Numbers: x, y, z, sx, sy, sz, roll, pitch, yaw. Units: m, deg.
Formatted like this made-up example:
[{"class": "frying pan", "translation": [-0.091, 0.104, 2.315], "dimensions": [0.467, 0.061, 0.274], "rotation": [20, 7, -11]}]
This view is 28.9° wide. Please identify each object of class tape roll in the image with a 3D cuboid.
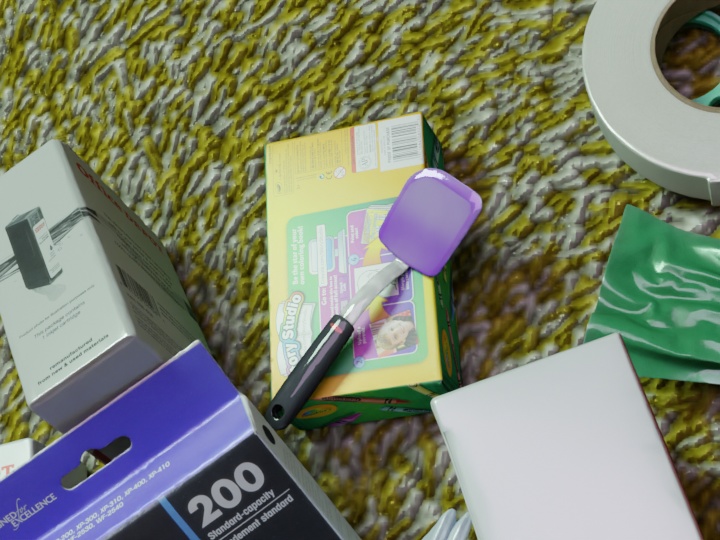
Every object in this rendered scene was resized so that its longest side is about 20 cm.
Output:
[{"class": "tape roll", "translation": [0.246, -0.142, 0.918], "dimensions": [0.202, 0.037, 0.204], "rotation": [-7, 65, 16]}]

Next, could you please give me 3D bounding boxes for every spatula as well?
[{"class": "spatula", "translation": [0.001, 0.021, 0.902], "dimensions": [0.056, 0.021, 0.200], "rotation": [37, 86, 25]}]

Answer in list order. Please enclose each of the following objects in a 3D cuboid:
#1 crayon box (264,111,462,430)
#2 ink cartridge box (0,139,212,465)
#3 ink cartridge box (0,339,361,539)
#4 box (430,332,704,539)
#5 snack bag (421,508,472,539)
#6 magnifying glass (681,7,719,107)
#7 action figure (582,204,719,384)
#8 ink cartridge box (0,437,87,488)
[{"class": "crayon box", "translation": [0.000, 0.000, 0.957], "dimensions": [0.118, 0.058, 0.201], "rotation": [-10, 66, 16]}, {"class": "ink cartridge box", "translation": [-0.172, 0.030, 0.937], "dimensions": [0.084, 0.144, 0.200], "rotation": [-33, 49, 5]}, {"class": "ink cartridge box", "translation": [-0.119, 0.177, 0.862], "dimensions": [0.198, 0.200, 0.043], "rotation": [-36, 20, 2]}, {"class": "box", "translation": [0.128, 0.148, 0.768], "dimensions": [0.106, 0.200, 0.153], "rotation": [-20, 65, 6]}, {"class": "snack bag", "translation": [-0.001, 0.240, 0.774], "dimensions": [0.021, 0.189, 0.200], "rotation": [27, 64, 3]}, {"class": "magnifying glass", "translation": [0.247, -0.100, 0.930], "dimensions": [0.079, 0.022, 0.200], "rotation": [-33, 63, 4]}, {"class": "action figure", "translation": [0.245, 0.037, 0.857], "dimensions": [0.199, 0.055, 0.119], "rotation": [15, 73, 17]}, {"class": "ink cartridge box", "translation": [-0.260, 0.229, 0.943], "dimensions": [0.144, 0.085, 0.201], "rotation": [-15, 63, 14]}]
